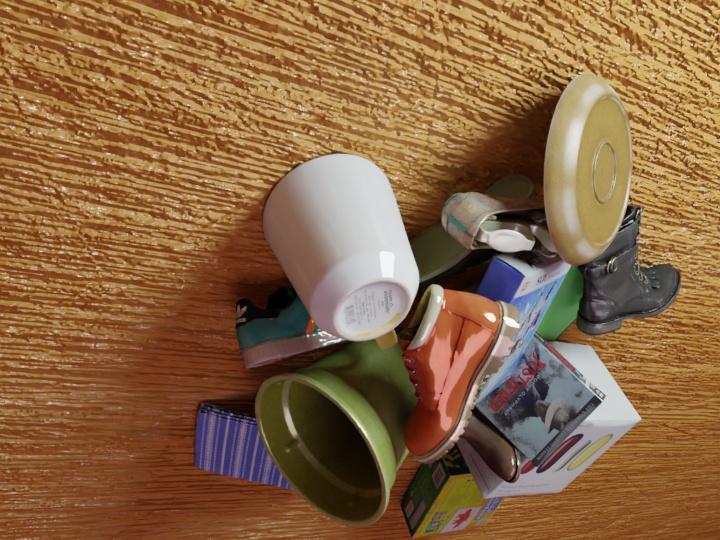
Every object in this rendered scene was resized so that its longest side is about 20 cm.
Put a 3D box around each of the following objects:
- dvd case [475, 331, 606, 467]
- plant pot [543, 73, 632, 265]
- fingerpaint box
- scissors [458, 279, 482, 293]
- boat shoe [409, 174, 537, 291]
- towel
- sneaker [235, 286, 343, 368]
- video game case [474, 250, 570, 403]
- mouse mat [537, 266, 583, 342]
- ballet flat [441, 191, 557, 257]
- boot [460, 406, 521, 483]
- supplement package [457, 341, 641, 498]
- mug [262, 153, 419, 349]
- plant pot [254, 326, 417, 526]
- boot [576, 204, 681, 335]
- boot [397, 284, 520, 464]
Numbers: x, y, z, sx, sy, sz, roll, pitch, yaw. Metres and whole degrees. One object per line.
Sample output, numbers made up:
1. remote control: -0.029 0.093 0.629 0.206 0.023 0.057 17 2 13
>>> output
1. dvd case: 0.213 0.150 0.942 0.022 0.200 0.147 -22 151 -55
2. plant pot: 0.250 -0.105 0.732 0.198 0.027 0.204 -11 104 -50
3. fingerpaint box: 0.183 0.385 1.234 0.164 0.074 0.202 0 132 -24
4. scissors: 0.178 0.018 0.919 0.198 0.014 0.073 -35 138 7
5. boat shoe: 0.125 -0.029 0.807 0.200 0.072 0.061 -34 133 5
6. towel: -0.129 0.248 0.945 0.196 0.024 0.146 13 131 -3
7. sneaker: -0.060 0.054 0.803 0.071 0.081 0.198 -23 170 41
8. video game case: 0.172 0.067 0.826 0.180 0.045 0.203 -15 132 -54
9. mouse mat: 0.267 0.066 1.005 0.159 0.008 0.201 14 123 -40
10. ballet flat: 0.178 -0.043 0.739 0.196 0.067 0.069 -3 125 -26
11. boot: 0.108 0.227 0.967 0.197 0.187 0.065 6 121 -32
12. supplement package: 0.280 0.232 1.069 0.189 0.148 0.201 8 129 -36
13. mug: 0.001 -0.008 0.711 0.185 0.154 0.150 22 119 -38
14. plant pot: 0.004 0.168 0.840 0.183 0.199 0.203 -34 150 -43
15. boot: 0.371 -0.012 0.944 0.197 0.069 0.177 -25 128 -19
16. boot: 0.074 0.108 0.720 0.105 0.075 0.203 19 109 -13
